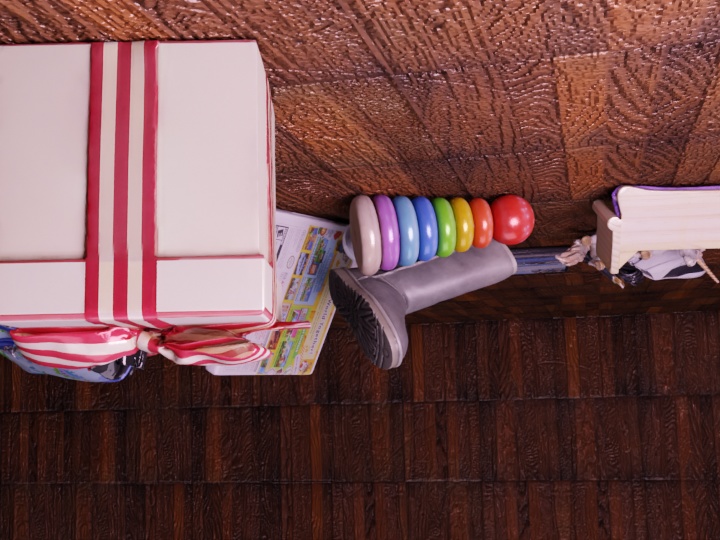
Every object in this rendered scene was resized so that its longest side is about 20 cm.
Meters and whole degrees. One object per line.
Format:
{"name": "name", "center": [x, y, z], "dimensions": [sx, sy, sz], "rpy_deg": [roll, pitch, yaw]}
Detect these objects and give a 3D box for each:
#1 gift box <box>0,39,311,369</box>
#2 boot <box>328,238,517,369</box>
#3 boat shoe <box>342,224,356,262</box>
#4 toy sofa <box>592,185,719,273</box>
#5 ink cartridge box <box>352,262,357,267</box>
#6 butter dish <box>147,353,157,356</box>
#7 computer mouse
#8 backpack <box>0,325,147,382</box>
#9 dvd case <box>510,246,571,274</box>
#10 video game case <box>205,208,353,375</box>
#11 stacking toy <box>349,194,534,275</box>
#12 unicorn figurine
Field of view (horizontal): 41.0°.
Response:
{"name": "gift box", "center": [-0.128, -0.030, 0.638], "dimensions": [0.182, 0.189, 0.200], "rpy_deg": [-2, 172, 4]}
{"name": "boot", "center": [0.082, 0.024, 1.054], "dimensions": [0.198, 0.073, 0.182], "rpy_deg": [-9, -144, -19]}
{"name": "boat shoe", "center": [0.064, -0.027, 1.181], "dimensions": [0.198, 0.072, 0.091], "rpy_deg": [0, 171, -19]}
{"name": "toy sofa", "center": [0.361, -0.056, 1.054], "dimensions": [0.197, 0.099, 0.083], "rpy_deg": [-2, -162, 2]}
{"name": "ink cartridge box", "center": [0.000, 0.000, 1.344], "dimensions": [0.197, 0.086, 0.146], "rpy_deg": [-1, 173, 9]}
{"name": "butter dish", "center": [-0.313, 0.050, 1.413], "dimensions": [0.197, 0.150, 0.200], "rpy_deg": [-1, 173, -10]}
{"name": "computer mouse", "center": [0.419, -0.020, 1.387], "dimensions": [0.198, 0.044, 0.110], "rpy_deg": [-5, -152, -28]}
{"name": "backpack", "center": [-0.311, 0.008, 0.979], "dimensions": [0.198, 0.185, 0.147], "rpy_deg": [-2, 151, 33]}
{"name": "dvd case", "center": [0.268, -0.014, 1.560], "dimensions": [0.141, 0.018, 0.200], "rpy_deg": [-3, 172, 10]}
{"name": "video game case", "center": [-0.087, 0.031, 1.155], "dimensions": [0.023, 0.202, 0.181], "rpy_deg": [26, -169, 34]}
{"name": "stacking toy", "center": [0.091, -0.050, 1.036], "dimensions": [0.198, 0.086, 0.085], "rpy_deg": [-8, 174, -9]}
{"name": "unicorn figurine", "center": [0.370, -0.032, 1.276], "dimensions": [0.198, 0.075, 0.137], "rpy_deg": [11, -171, 26]}
